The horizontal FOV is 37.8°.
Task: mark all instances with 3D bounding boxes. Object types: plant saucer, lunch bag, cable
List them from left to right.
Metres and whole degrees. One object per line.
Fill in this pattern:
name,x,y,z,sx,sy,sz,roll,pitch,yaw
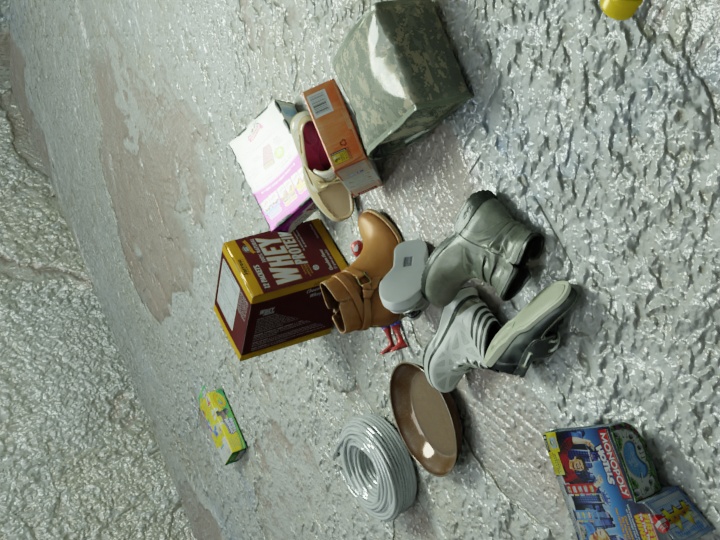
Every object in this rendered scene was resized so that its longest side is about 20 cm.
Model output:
cable,0.030,0.366,1.956,0.200,0.069,0.200,55,148,30
lunch bag,0.045,-0.267,1.495,0.200,0.117,0.164,-32,78,58
plant saucer,0.115,0.243,1.753,0.200,0.037,0.201,41,140,46

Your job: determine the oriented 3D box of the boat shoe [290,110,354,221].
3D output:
boat shoe,-0.063,-0.170,1.772,0.200,0.074,0.069,65,175,-16

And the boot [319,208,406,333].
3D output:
boot,0.000,0.000,1.696,0.200,0.154,0.074,63,152,19

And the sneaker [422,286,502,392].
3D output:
sneaker,0.158,0.133,1.560,0.115,0.075,0.201,52,145,38

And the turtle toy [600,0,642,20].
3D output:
turtle toy,0.267,-0.353,1.030,0.200,0.101,0.146,59,150,26

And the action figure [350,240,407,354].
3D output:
action figure,0.023,0.044,1.803,0.065,0.052,0.201,-27,79,67

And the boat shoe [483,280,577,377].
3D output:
boat shoe,0.239,0.081,1.406,0.068,0.072,0.200,33,140,-2

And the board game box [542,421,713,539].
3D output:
board game box,0.337,0.284,1.321,0.200,0.062,0.201,-25,83,62

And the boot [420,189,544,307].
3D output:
boot,0.163,0.000,1.439,0.131,0.068,0.200,52,129,37

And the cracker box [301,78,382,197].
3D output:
cracker box,-0.025,-0.201,1.633,0.200,0.058,0.134,38,-151,-78

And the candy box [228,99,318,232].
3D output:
candy box,-0.140,-0.187,1.900,0.136,0.061,0.200,-37,69,29

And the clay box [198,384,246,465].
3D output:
clay box,-0.366,0.399,2.764,0.200,0.047,0.115,65,153,18

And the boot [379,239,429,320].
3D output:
boot,0.078,0.036,1.589,0.200,0.073,0.096,-66,-32,-61

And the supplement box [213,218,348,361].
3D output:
supplement box,-0.151,0.036,1.962,0.133,0.197,0.200,58,151,30
